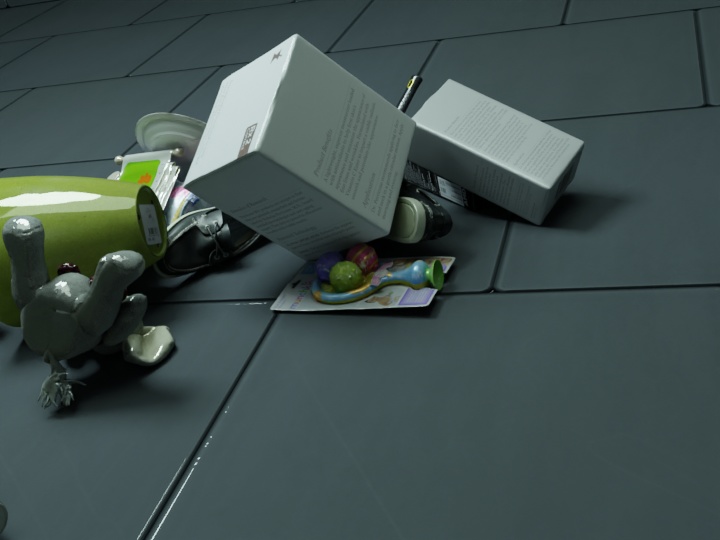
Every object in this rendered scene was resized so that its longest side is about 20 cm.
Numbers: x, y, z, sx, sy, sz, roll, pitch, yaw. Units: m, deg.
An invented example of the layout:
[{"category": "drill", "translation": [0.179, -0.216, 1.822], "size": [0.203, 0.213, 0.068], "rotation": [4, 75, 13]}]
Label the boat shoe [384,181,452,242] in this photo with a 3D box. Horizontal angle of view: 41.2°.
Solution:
[{"category": "boat shoe", "translation": [0.050, -0.077, 1.206], "size": [0.066, 0.075, 0.199], "rotation": [-1, 9, -25]}]

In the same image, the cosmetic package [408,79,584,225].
[{"category": "cosmetic package", "translation": [0.167, -0.152, 1.211], "size": [0.200, 0.071, 0.101], "rotation": [30, 57, 18]}]

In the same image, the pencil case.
[{"category": "pencil case", "translation": [-0.283, -0.084, 1.355], "size": [0.199, 0.083, 0.091], "rotation": [14, 53, 40]}]

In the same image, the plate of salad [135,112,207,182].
[{"category": "plate of salad", "translation": [-0.226, -0.168, 1.374], "size": [0.199, 0.200, 0.048], "rotation": [5, 60, 30]}]

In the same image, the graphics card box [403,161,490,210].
[{"category": "graphics card box", "translation": [0.142, -0.153, 1.338], "size": [0.125, 0.051, 0.200], "rotation": [-27, 30, -23]}]

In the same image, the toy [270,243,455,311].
[{"category": "toy", "translation": [0.000, 0.000, 1.121], "size": [0.199, 0.047, 0.115], "rotation": [1, 29, 23]}]

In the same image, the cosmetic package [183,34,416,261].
[{"category": "cosmetic package", "translation": [-0.070, -0.138, 1.146], "size": [0.165, 0.200, 0.165], "rotation": [-17, 49, 49]}]

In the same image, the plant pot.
[{"category": "plant pot", "translation": [-0.347, -0.040, 1.178], "size": [0.199, 0.188, 0.187], "rotation": [-11, 28, 9]}]

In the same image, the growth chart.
[{"category": "growth chart", "translation": [-0.314, -0.092, 1.309], "size": [0.144, 0.018, 0.201], "rotation": [-10, 50, 24]}]

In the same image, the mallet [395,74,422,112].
[{"category": "mallet", "translation": [0.030, -0.193, 1.372], "size": [0.066, 0.041, 0.201], "rotation": [8, 68, 45]}]

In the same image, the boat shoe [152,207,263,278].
[{"category": "boat shoe", "translation": [-0.180, -0.047, 1.254], "size": [0.066, 0.075, 0.199], "rotation": [0, 19, 46]}]

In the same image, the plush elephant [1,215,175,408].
[{"category": "plush elephant", "translation": [-0.295, 0.042, 1.072], "size": [0.164, 0.201, 0.155], "rotation": [11, 11, 14]}]

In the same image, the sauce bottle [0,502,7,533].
[{"category": "sauce bottle", "translation": [-0.395, 0.199, 0.905], "size": [0.199, 0.065, 0.065], "rotation": [16, 39, 41]}]
